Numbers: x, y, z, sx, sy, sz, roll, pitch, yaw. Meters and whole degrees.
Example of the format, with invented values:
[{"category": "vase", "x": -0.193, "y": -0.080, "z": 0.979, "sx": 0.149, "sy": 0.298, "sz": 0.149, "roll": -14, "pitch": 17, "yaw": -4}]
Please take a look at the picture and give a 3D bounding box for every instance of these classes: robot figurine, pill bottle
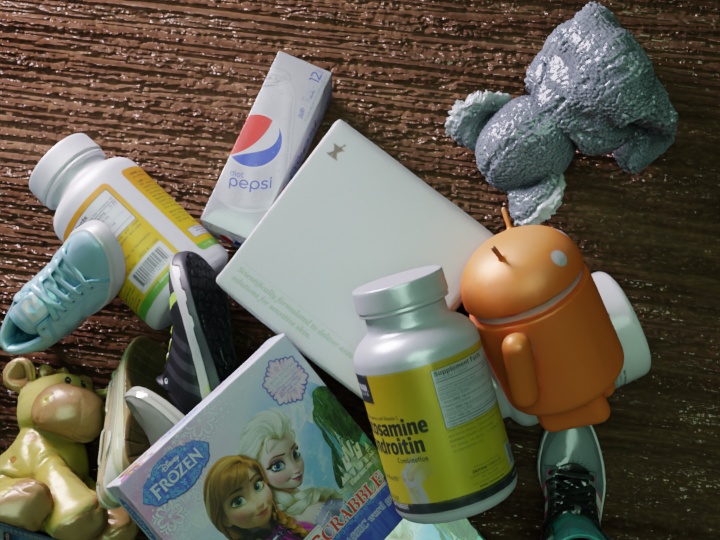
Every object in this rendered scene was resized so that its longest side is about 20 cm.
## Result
[{"category": "robot figurine", "x": 0.160, "y": 0.047, "z": 0.954, "sx": 0.143, "sy": 0.116, "sz": 0.201, "roll": -35, "pitch": 111, "yaw": -20}, {"category": "pill bottle", "x": 0.058, "y": 0.103, "z": 0.924, "sx": 0.111, "sy": 0.112, "sz": 0.201, "roll": -16, "pitch": 96, "yaw": 0}, {"category": "pill bottle", "x": 0.176, "y": 0.090, "z": 1.084, "sx": 0.199, "sy": 0.114, "sz": 0.115, "roll": -24, "pitch": 83, "yaw": -1}, {"category": "pill bottle", "x": -0.242, "y": -0.045, "z": 1.116, "sx": 0.200, "sy": 0.111, "sz": 0.111, "roll": 43, "pitch": 86, "yaw": 6}]

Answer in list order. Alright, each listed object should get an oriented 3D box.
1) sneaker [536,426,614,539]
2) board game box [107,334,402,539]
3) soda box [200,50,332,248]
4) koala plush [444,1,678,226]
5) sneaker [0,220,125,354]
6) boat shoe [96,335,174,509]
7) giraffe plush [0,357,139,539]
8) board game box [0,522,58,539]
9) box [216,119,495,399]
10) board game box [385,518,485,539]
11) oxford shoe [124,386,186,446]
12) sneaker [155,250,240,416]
[{"category": "sneaker", "x": 0.209, "y": 0.240, "z": 1.061, "sx": 0.083, "sy": 0.121, "sz": 0.202, "roll": 1, "pitch": 83, "yaw": 2}, {"category": "board game box", "x": -0.079, "y": 0.195, "z": 0.943, "sx": 0.200, "sy": 0.041, "sz": 0.200, "roll": -43, "pitch": 98, "yaw": -28}, {"category": "soda box", "x": -0.096, "y": -0.122, "z": 1.133, "sx": 0.063, "sy": 0.068, "sz": 0.201, "roll": 23, "pitch": 79, "yaw": 4}, {"category": "koala plush", "x": 0.197, "y": -0.153, "z": 1.097, "sx": 0.199, "sy": 0.184, "sz": 0.178, "roll": -35, "pitch": 83, "yaw": 9}, {"category": "sneaker", "x": -0.298, "y": 0.029, "z": 1.068, "sx": 0.074, "sy": 0.200, "sz": 0.082, "roll": 45, "pitch": 42, "yaw": 2}, {"category": "boat shoe", "x": -0.225, "y": 0.145, "z": 1.073, "sx": 0.063, "sy": 0.201, "sz": 0.073, "roll": -39, "pitch": 124, "yaw": 22}, {"category": "giraffe plush", "x": -0.304, "y": 0.179, "z": 1.088, "sx": 0.199, "sy": 0.172, "sz": 0.163, "roll": 4, "pitch": 70, "yaw": 37}, {"category": "board game box", "x": -0.396, "y": 0.298, "z": 1.033, "sx": 0.199, "sy": 0.200, "sz": 0.062, "roll": -26, "pitch": 49, "yaw": 8}, {"category": "box", "x": 0.000, "y": 0.000, "z": 1.071, "sx": 0.199, "sy": 0.171, "sz": 0.200, "roll": 38, "pitch": 85, "yaw": 4}, {"category": "board game box", "x": 0.035, "y": 0.316, "z": 1.097, "sx": 0.200, "sy": 0.041, "sz": 0.200, "roll": -40, "pitch": 83, "yaw": -3}, {"category": "oxford shoe", "x": -0.153, "y": 0.190, "z": 0.982, "sx": 0.058, "sy": 0.075, "sz": 0.200, "roll": -38, "pitch": 88, "yaw": -24}, {"category": "sneaker", "x": -0.165, "y": 0.084, "z": 1.029, "sx": 0.082, "sy": 0.072, "sz": 0.201, "roll": -15, "pitch": 87, "yaw": 20}]
